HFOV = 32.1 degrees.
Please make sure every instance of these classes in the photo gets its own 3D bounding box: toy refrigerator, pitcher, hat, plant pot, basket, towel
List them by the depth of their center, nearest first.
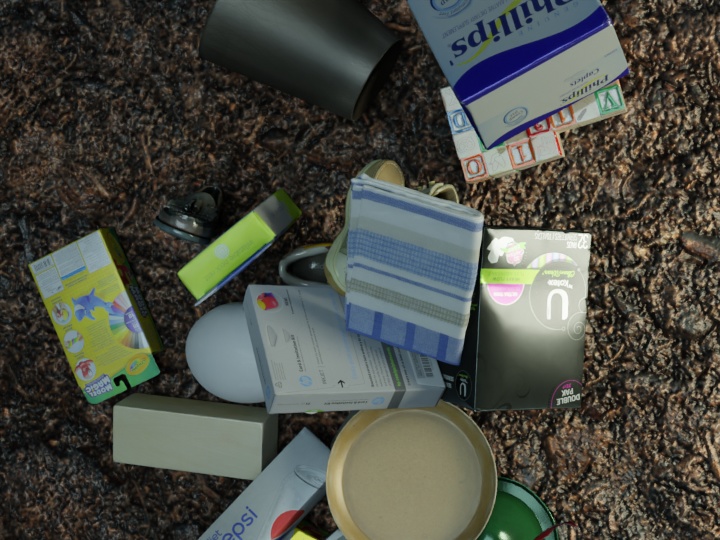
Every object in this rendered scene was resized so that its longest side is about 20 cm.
[{"bbox_3d":[0.052,0.001,1.318,0.146,0.024,0.201,17,128,17],"label":"towel"},{"bbox_3d":[0.142,0.328,1.433,0.165,0.176,0.201,23,98,12],"label":"hat"},{"bbox_3d":[0.059,0.244,1.451,0.198,0.027,0.202,-2,76,7],"label":"plant pot"},{"bbox_3d":[-0.063,-0.276,1.486,0.199,0.136,0.181,34,95,7],"label":"basket"},{"bbox_3d":[-0.101,0.087,1.510,0.199,0.172,0.122,5,130,41],"label":"pitcher"},{"bbox_3d":[-0.207,0.207,1.575,0.199,0.070,0.077,4,100,15],"label":"toy refrigerator"}]

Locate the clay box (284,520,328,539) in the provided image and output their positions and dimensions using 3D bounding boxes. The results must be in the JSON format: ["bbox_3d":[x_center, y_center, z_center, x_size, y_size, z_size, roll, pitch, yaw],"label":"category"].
[{"bbox_3d":[-0.051,0.389,1.545,0.199,0.048,0.115,27,96,11],"label":"clay box"}]

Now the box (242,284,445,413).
[{"bbox_3d":[-0.020,0.084,1.400,0.041,0.199,0.157,112,150,-44],"label":"box"}]

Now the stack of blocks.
[{"bbox_3d":[0.206,-0.184,1.456,0.199,0.059,0.116,-17,88,14],"label":"stack of blocks"}]

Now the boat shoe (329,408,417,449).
[{"bbox_3d":[0.045,0.161,1.511,0.068,0.072,0.200,37,98,-6],"label":"boat shoe"}]

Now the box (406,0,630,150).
[{"bbox_3d":[0.169,-0.271,1.390,0.183,0.105,0.201,-28,58,7],"label":"box"}]

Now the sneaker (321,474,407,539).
[{"bbox_3d":[0.044,0.322,1.487,0.200,0.075,0.116,-40,74,-10],"label":"sneaker"}]

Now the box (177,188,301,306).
[{"bbox_3d":[-0.141,-0.030,1.477,0.122,0.200,0.048,-39,94,13],"label":"box"}]

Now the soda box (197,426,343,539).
[{"bbox_3d":[-0.108,0.286,1.499,0.068,0.064,0.200,41,78,16],"label":"soda box"}]

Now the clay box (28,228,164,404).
[{"bbox_3d":[-0.335,0.060,1.610,0.114,0.048,0.201,-24,88,14],"label":"clay box"}]

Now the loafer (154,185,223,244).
[{"bbox_3d":[-0.199,-0.073,1.494,0.071,0.200,0.063,22,94,-3],"label":"loafer"}]

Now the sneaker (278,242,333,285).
[{"bbox_3d":[0.000,0.000,1.500,0.199,0.090,0.076,-5,91,15],"label":"sneaker"}]

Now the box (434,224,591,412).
[{"bbox_3d":[0.164,0.050,1.414,0.148,0.124,0.202,2,94,-26],"label":"box"}]

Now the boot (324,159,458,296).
[{"bbox_3d":[0.050,-0.069,1.415,0.154,0.201,0.072,-23,123,39],"label":"boot"}]
